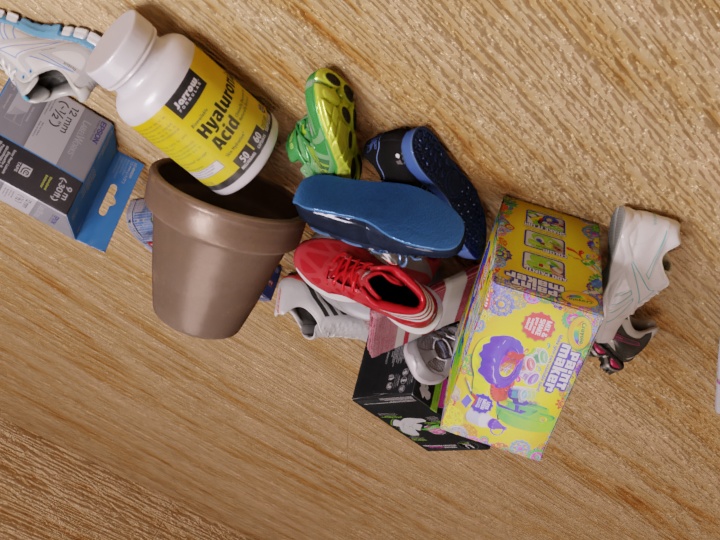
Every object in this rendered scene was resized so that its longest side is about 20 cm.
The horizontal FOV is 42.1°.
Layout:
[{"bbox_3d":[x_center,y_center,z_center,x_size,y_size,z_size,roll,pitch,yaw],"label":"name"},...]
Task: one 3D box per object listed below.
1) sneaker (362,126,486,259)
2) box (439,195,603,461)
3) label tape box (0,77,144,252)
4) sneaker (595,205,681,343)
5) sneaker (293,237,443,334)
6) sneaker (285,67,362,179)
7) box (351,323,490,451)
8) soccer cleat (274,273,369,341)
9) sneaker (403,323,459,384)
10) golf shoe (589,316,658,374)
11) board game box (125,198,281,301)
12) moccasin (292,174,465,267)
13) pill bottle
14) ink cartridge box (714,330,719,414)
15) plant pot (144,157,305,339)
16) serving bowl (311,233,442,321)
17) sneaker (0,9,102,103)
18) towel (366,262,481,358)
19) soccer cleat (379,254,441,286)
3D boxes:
[{"bbox_3d":[0.077,-0.086,1.068,0.077,0.071,0.201,-1,140,38],"label":"sneaker"},{"bbox_3d":[0.181,0.061,1.048,0.120,0.194,0.203,17,122,2],"label":"box"},{"bbox_3d":[-0.375,-0.135,1.167,0.198,0.145,0.066,29,152,-20],"label":"label tape box"},{"bbox_3d":[0.311,0.016,1.070,0.078,0.071,0.202,6,137,3],"label":"sneaker"},{"bbox_3d":[0.000,0.000,1.073,0.197,0.080,0.116,21,169,18],"label":"sneaker"},{"bbox_3d":[-0.045,-0.141,1.029,0.082,0.075,0.201,9,152,9],"label":"sneaker"},{"bbox_3d":[0.107,0.167,1.412,0.123,0.151,0.199,-10,143,41],"label":"box"},{"bbox_3d":[-0.047,0.076,1.415,0.199,0.086,0.068,34,149,-27],"label":"soccer cleat"},{"bbox_3d":[0.138,0.098,1.297,0.198,0.076,0.082,-15,163,-45],"label":"sneaker"},{"bbox_3d":[0.288,0.045,1.187,0.199,0.078,0.088,35,122,-23],"label":"golf shoe"},{"bbox_3d":[-0.252,-0.027,1.383,0.197,0.063,0.200,-4,145,36],"label":"board game box"},{"bbox_3d":[0.024,-0.056,1.020,0.197,0.081,0.069,21,153,21],"label":"moccasin"},{"bbox_3d":[-0.191,-0.181,1.006,0.110,0.113,0.199,-11,141,44],"label":"pill bottle"},{"bbox_3d":[0.505,0.104,1.123,0.142,0.086,0.201,6,151,22],"label":"ink cartridge box"},{"bbox_3d":[-0.179,-0.021,1.131,0.197,0.201,0.177,18,108,-6],"label":"plant pot"},{"bbox_3d":[0.012,0.020,1.299,0.196,0.067,0.201,15,152,8],"label":"serving bowl"},{"bbox_3d":[-0.379,-0.234,1.055,0.196,0.088,0.075,11,154,17],"label":"sneaker"},{"bbox_3d":[0.099,0.042,1.203,0.197,0.023,0.145,-22,158,-12],"label":"towel"},{"bbox_3d":[0.022,-0.052,1.176,0.201,0.073,0.068,49,168,-18],"label":"soccer cleat"}]
